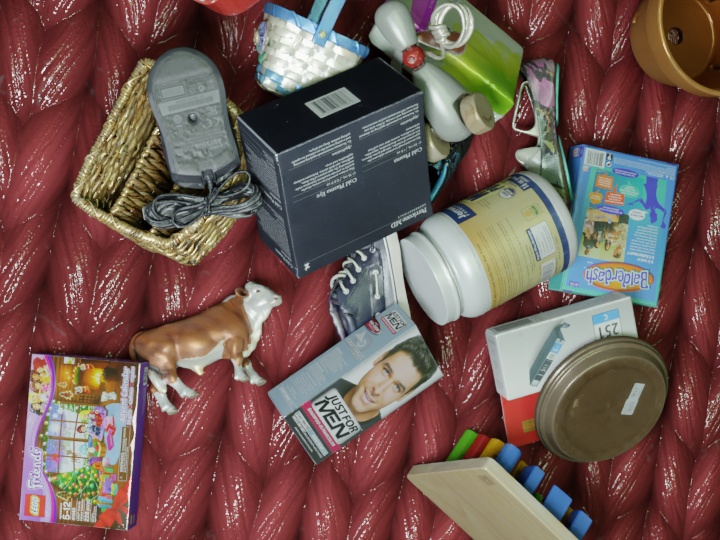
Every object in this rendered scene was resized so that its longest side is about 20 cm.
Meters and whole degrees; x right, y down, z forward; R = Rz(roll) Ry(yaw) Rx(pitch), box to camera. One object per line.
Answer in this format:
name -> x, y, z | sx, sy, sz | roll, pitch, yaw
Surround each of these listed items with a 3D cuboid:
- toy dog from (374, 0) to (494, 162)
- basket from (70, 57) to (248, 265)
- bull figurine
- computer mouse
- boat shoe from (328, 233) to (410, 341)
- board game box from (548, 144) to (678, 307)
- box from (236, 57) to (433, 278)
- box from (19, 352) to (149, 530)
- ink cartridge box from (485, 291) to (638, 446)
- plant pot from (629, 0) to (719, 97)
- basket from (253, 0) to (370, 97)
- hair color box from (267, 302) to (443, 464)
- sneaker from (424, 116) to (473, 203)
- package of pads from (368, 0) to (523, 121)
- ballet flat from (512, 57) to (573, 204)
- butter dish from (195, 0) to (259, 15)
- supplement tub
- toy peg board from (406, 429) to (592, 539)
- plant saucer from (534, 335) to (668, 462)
toy dog -> 0.094, -0.236, 1.545 | 0.131, 0.096, 0.201 | -3, 111, 22
basket -> -0.218, -0.122, 1.509 | 0.142, 0.149, 0.201 | 23, 81, 29
bull figurine -> -0.182, 0.093, 1.580 | 0.199, 0.065, 0.122 | -19, 71, -6
computer mouse -> -0.193, -0.153, 1.462 | 0.138, 0.053, 0.201 | -10, 96, -6
boat shoe -> 0.000, 0.000, 1.636 | 0.092, 0.075, 0.201 | -15, 95, -24
board game box -> 0.348, -0.060, 1.756 | 0.151, 0.045, 0.201 | 10, 88, -17
box -> -0.027, -0.123, 1.518 | 0.199, 0.104, 0.183 | -25, 132, -20
box -> -0.331, 0.204, 1.533 | 0.136, 0.039, 0.201 | 4, 89, 7
ink cartridge box -> 0.280, 0.139, 1.715 | 0.199, 0.045, 0.177 | -15, 104, -11
plant pot -> 0.459, -0.328, 1.740 | 0.199, 0.140, 0.202 | 0, 89, -17
basket -> -0.052, -0.301, 1.569 | 0.139, 0.176, 0.201 | 28, 94, -11
hair color box -> -0.005, 0.143, 1.611 | 0.199, 0.061, 0.099 | -35, 128, -5
sneaker -> 0.105, -0.150, 1.665 | 0.073, 0.082, 0.201 | 28, 81, -13
package of pads -> 0.114, -0.290, 1.638 | 0.200, 0.068, 0.155 | 37, 36, -13
ballet flat -> 0.240, -0.184, 1.720 | 0.071, 0.069, 0.201 | -6, 88, 2
butter dish -> -0.159, -0.389, 1.561 | 0.199, 0.148, 0.200 | 36, 76, 31
supplement tub -> 0.163, -0.027, 1.650 | 0.199, 0.144, 0.145 | -26, 97, -15
toy peg board -> 0.198, 0.285, 1.645 | 0.200, 0.199, 0.098 | 43, 63, -12
plant saucer -> 0.328, 0.179, 1.714 | 0.199, 0.029, 0.201 | -9, 121, -16
